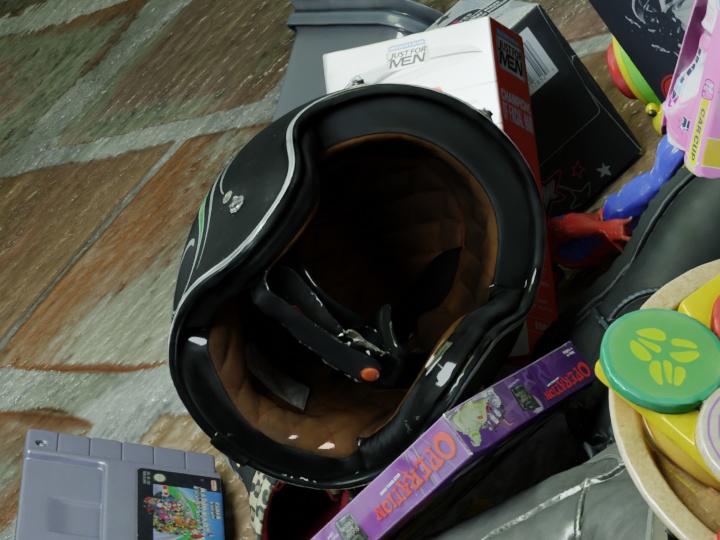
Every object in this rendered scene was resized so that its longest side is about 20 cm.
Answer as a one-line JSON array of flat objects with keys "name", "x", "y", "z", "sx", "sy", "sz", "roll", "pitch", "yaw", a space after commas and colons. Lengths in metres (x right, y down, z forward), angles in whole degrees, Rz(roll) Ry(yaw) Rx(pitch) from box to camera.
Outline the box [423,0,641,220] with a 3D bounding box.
[{"name": "box", "x": 0.055, "y": -0.070, "z": 1.372, "sx": 0.200, "sy": 0.132, "sz": 0.115, "roll": -42, "pitch": 22, "yaw": -8}]

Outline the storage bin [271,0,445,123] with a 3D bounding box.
[{"name": "storage bin", "x": 0.018, "y": -0.112, "z": 1.529, "sx": 0.200, "sy": 0.145, "sz": 0.135, "roll": 15, "pitch": 84, "yaw": 62}]

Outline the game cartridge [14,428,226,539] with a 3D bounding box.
[{"name": "game cartridge", "x": -0.145, "y": 0.161, "z": 1.274, "sx": 0.129, "sy": 0.038, "sz": 0.200, "roll": 5, "pitch": 24, "yaw": -8}]

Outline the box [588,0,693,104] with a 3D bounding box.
[{"name": "box", "x": 0.244, "y": -0.158, "z": 1.189, "sx": 0.104, "sy": 0.182, "sz": 0.200, "roll": -50, "pitch": 25, "yaw": -24}]

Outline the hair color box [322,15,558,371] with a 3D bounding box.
[{"name": "hair color box", "x": 0.048, "y": -0.037, "z": 1.236, "sx": 0.111, "sy": 0.201, "sz": 0.064, "roll": -10, "pitch": -11, "yaw": 24}]

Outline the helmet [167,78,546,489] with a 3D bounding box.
[{"name": "helmet", "x": 0.000, "y": 0.000, "z": 1.114, "sx": 0.200, "sy": 0.200, "sz": 0.191, "roll": -21, "pitch": 25, "yaw": 36}]

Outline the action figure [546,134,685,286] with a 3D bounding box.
[{"name": "action figure", "x": 0.163, "y": -0.036, "z": 1.233, "sx": 0.065, "sy": 0.052, "sz": 0.200, "roll": -6, "pitch": -19, "yaw": -42}]

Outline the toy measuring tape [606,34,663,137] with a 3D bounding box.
[{"name": "toy measuring tape", "x": 0.195, "y": -0.172, "z": 1.367, "sx": 0.073, "sy": 0.074, "sz": 0.200, "roll": -23, "pitch": 49, "yaw": 34}]

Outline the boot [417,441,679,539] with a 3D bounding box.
[{"name": "boot", "x": 0.073, "y": 0.150, "z": 0.958, "sx": 0.200, "sy": 0.073, "sz": 0.182, "roll": -25, "pitch": 15, "yaw": 19}]

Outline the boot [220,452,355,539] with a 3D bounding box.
[{"name": "boot", "x": -0.031, "y": 0.064, "z": 1.240, "sx": 0.154, "sy": 0.073, "sz": 0.204, "roll": -115, "pitch": 36, "yaw": -63}]

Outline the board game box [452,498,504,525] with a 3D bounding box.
[{"name": "board game box", "x": 0.098, "y": 0.157, "z": 1.028, "sx": 0.200, "sy": 0.030, "sz": 0.096, "roll": -2, "pitch": 43, "yaw": 51}]

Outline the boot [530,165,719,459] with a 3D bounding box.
[{"name": "boot", "x": 0.178, "y": 0.027, "z": 1.087, "sx": 0.198, "sy": 0.073, "sz": 0.162, "roll": -46, "pitch": 20, "yaw": 2}]

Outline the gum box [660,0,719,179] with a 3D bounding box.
[{"name": "gum box", "x": 0.251, "y": -0.101, "z": 1.023, "sx": 0.199, "sy": 0.114, "sz": 0.066, "roll": 5, "pitch": 24, "yaw": -10}]

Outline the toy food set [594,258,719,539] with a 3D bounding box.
[{"name": "toy food set", "x": 0.201, "y": 0.063, "z": 0.882, "sx": 0.198, "sy": 0.049, "sz": 0.200, "roll": -32, "pitch": 60, "yaw": -30}]

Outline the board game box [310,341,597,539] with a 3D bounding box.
[{"name": "board game box", "x": 0.024, "y": 0.116, "z": 1.067, "sx": 0.120, "sy": 0.032, "sz": 0.200, "roll": -19, "pitch": -21, "yaw": -48}]
